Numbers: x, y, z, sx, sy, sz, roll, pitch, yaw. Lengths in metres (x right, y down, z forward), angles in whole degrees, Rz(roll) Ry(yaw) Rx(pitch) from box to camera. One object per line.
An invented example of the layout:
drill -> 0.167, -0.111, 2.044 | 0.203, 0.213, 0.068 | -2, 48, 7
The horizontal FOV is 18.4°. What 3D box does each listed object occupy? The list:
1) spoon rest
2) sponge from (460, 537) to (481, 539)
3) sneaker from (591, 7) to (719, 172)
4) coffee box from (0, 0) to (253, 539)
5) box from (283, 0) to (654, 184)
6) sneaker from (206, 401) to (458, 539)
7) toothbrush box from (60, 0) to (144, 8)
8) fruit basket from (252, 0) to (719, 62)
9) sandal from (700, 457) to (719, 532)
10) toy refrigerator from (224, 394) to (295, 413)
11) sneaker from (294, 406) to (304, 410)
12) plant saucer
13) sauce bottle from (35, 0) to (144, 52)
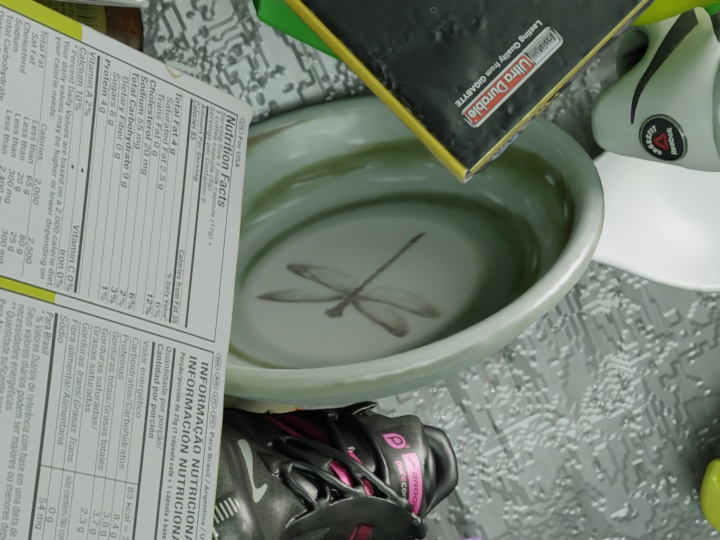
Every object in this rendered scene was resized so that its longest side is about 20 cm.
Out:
spoon rest -> 0.114, -0.032, 0.973 | 0.200, 0.061, 0.099 | -8, 107, -10
sponge -> -0.034, 0.178, 0.952 | 0.200, 0.030, 0.112 | -7, 132, -37
sneaker -> 0.156, -0.100, 0.927 | 0.088, 0.200, 0.074 | 2, 115, 29
coffee box -> -0.176, 0.022, 0.724 | 0.198, 0.200, 0.200 | 20, 71, -57
box -> 0.054, -0.157, 0.788 | 0.200, 0.049, 0.160 | -44, 87, 13
sneaker -> -0.018, 0.078, 0.845 | 0.084, 0.200, 0.077 | -19, 86, 20
toothbrush box -> -0.115, -0.209, 0.822 | 0.085, 0.146, 0.200 | 6, 103, -14
fruit basket -> 0.071, -0.157, 0.875 | 0.216, 0.156, 0.216 | -1, 104, -5
sandal -> 0.229, 0.044, 1.000 | 0.079, 0.087, 0.200 | 0, 112, -45
toy refrigerator -> -0.116, 0.108, 0.933 | 0.076, 0.070, 0.200 | 38, 100, 20
sneaker -> -0.057, 0.158, 0.979 | 0.088, 0.076, 0.200 | 31, 102, -28
plant saucer -> 0.000, 0.000, 0.884 | 0.200, 0.200, 0.050 | -19, 125, -8
sauce bottle -> -0.186, -0.097, 0.862 | 0.200, 0.066, 0.066 | 10, 103, -28
